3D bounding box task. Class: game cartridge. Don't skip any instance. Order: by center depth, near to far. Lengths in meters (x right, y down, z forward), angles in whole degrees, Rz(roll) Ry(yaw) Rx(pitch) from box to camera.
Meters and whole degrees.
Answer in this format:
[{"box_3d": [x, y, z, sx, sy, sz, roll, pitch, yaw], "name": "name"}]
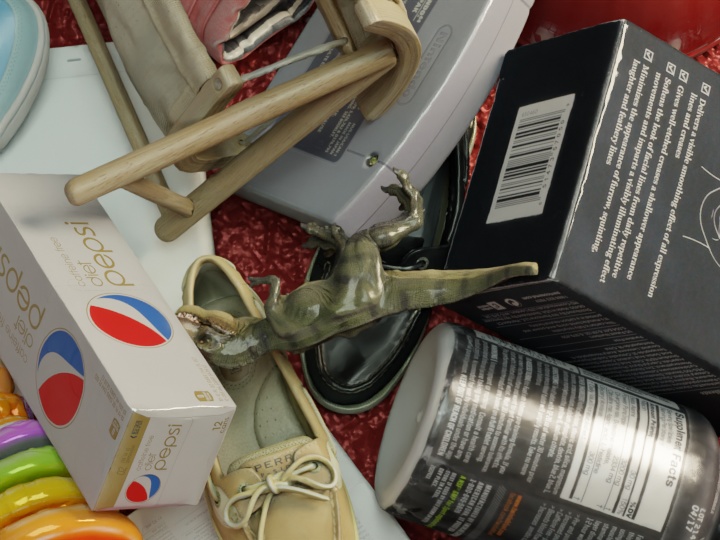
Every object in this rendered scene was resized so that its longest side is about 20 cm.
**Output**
[{"box_3d": [0.017, -0.112, 1.641, 0.133, 0.042, 0.200, 24, 80, 45], "name": "game cartridge"}]

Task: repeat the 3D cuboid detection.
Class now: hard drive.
[{"box_3d": [-0.149, -0.027, 1.665, 0.131, 0.026, 0.201, -6, 72, -4], "name": "hard drive"}]

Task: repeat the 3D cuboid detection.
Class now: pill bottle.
[{"box_3d": [0.116, 0.108, 1.580, 0.199, 0.106, 0.107, 20, 72, -10], "name": "pill bottle"}]

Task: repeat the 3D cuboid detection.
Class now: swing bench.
[{"box_3d": [-0.084, -0.155, 1.586, 0.199, 0.130, 0.200, -30, 72, 15], "name": "swing bench"}]

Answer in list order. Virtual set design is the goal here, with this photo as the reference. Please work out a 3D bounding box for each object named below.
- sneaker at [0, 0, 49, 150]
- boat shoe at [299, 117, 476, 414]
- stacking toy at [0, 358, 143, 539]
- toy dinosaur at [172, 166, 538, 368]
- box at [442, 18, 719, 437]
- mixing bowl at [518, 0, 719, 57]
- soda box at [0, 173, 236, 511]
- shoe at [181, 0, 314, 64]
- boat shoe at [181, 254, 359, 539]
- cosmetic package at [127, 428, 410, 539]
[{"box_3d": [-0.257, -0.088, 1.610, 0.200, 0.131, 0.080, -46, 69, -4], "name": "sneaker"}, {"box_3d": [0.017, -0.021, 1.647, 0.074, 0.066, 0.200, 23, 73, 5], "name": "boat shoe"}, {"box_3d": [-0.169, 0.120, 1.542, 0.109, 0.116, 0.201, -21, 58, -2], "name": "stacking toy"}, {"box_3d": [0.000, 0.000, 1.541, 0.199, 0.048, 0.088, -15, 44, 18], "name": "toy dinosaur"}, {"box_3d": [0.161, -0.018, 1.585, 0.200, 0.107, 0.149, 27, 70, -28], "name": "box"}, {"box_3d": [0.149, -0.221, 1.680, 0.199, 0.108, 0.201, 1, 75, -4], "name": "mixing bowl"}, {"box_3d": [-0.140, 0.034, 1.544, 0.063, 0.068, 0.200, 0, 37, -35], "name": "soda box"}, {"box_3d": [-0.037, -0.207, 1.692, 0.200, 0.072, 0.091, -44, 66, -5], "name": "shoe"}, {"box_3d": [-0.053, 0.084, 1.557, 0.073, 0.063, 0.201, -16, 55, 0], "name": "boat shoe"}, {"box_3d": [-0.067, 0.186, 1.586, 0.200, 0.052, 0.151, -34, 72, -12], "name": "cosmetic package"}]
